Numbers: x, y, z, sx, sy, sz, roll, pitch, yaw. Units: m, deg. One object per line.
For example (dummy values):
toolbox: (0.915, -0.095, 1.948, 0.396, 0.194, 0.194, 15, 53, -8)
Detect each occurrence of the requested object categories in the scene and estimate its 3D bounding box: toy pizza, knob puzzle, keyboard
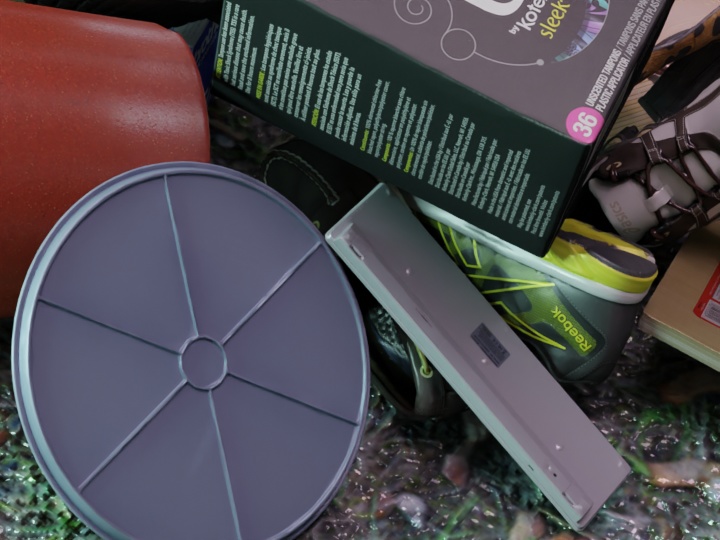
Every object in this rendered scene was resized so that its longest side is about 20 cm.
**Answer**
toy pizza: (-0.084, 0.047, 1.317, 0.199, 0.032, 0.201, 5, 80, -31)
knob puzzle: (0.257, 0.048, 1.469, 0.219, 0.031, 0.220, 19, 27, -10)
keyboard: (0.062, 0.043, 1.372, 0.200, 0.011, 0.056, 49, 43, -3)

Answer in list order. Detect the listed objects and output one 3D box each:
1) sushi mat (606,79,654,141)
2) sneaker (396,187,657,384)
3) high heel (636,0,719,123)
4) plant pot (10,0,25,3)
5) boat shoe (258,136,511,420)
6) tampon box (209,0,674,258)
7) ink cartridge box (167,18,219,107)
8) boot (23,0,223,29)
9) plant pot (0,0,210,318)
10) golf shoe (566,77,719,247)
sushi mat: (0.111, -0.071, 1.586, 0.199, 0.012, 0.096, -17, 50, -30)
sneaker: (0.068, 0.003, 1.447, 0.074, 0.085, 0.200, 5, 13, -44)
high heel: (0.169, -0.160, 1.509, 0.200, 0.143, 0.071, 17, 28, -50)
plant pot: (-0.248, -0.193, 1.501, 0.199, 0.200, 0.178, 2, 51, -13)
boat shoe: (0.000, 0.000, 1.432, 0.060, 0.072, 0.201, -17, 52, -35)
tampon box: (0.046, -0.132, 1.362, 0.199, 0.126, 0.150, 27, 63, 5)
ink cartridge box: (-0.091, -0.154, 1.564, 0.044, 0.094, 0.200, 19, 41, 5)
boot: (-0.100, -0.199, 1.442, 0.199, 0.070, 0.132, 1, 79, -37)
plant pot: (-0.192, -0.056, 1.368, 0.194, 0.201, 0.201, 1, 42, -26)
golf shoe: (0.183, -0.050, 1.467, 0.094, 0.200, 0.078, -39, 94, -33)
